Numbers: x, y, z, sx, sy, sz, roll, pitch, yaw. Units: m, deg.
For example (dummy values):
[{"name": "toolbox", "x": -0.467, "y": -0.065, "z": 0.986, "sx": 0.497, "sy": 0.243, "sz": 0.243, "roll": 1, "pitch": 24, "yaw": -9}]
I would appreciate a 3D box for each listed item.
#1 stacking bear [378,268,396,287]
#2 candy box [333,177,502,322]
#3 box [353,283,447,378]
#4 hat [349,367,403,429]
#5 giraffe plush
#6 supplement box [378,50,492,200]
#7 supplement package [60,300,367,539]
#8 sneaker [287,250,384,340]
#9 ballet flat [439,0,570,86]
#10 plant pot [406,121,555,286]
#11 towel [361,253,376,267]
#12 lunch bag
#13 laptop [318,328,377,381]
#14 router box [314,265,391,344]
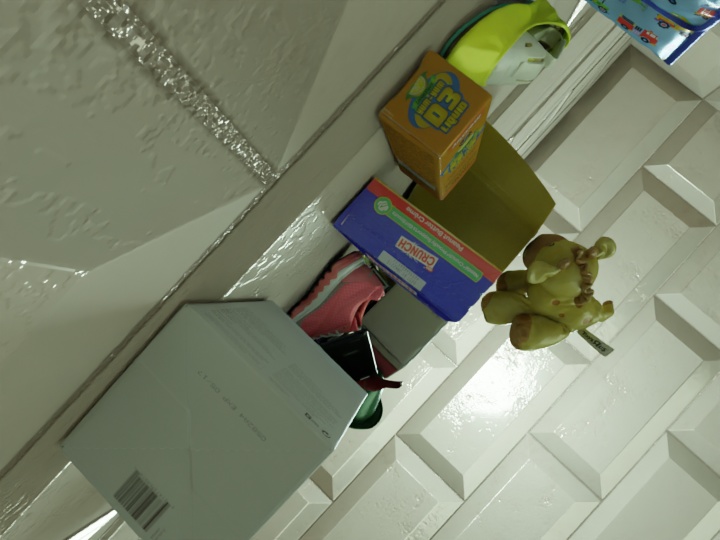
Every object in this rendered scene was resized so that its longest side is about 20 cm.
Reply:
[{"name": "stacking bear", "x": 0.086, "y": -0.019, "z": 0.959, "sx": 0.114, "sy": 0.121, "sz": 0.200, "roll": -54, "pitch": 164, "yaw": -9}, {"name": "candy box", "x": 0.067, "y": -0.015, "z": 0.611, "sx": 0.077, "sy": 0.169, "sz": 0.200, "roll": -51, "pitch": 172, "yaw": 2}, {"name": "box", "x": 0.066, "y": 0.110, "z": 0.925, "sx": 0.128, "sy": 0.109, "sz": 0.200, "roll": -43, "pitch": 171, "yaw": -17}, {"name": "hat", "x": 0.015, "y": 0.181, "z": 0.936, "sx": 0.166, "sy": 0.200, "sz": 0.176, "roll": -2, "pitch": 131, "yaw": -50}, {"name": "giraffe plush", "x": 0.283, "y": 0.019, "z": 0.736, "sx": 0.173, "sy": 0.200, "sz": 0.162, "roll": -42, "pitch": 138, "yaw": -25}, {"name": "supplement box", "x": 0.072, "y": -0.124, "z": 0.477, "sx": 0.067, "sy": 0.069, "sz": 0.200, "roll": -50, "pitch": 170, "yaw": 5}, {"name": "supplement package", "x": -0.107, "y": 0.132, "z": 0.455, "sx": 0.151, "sy": 0.152, "sz": 0.200, "roll": -47, "pitch": 172, "yaw": 3}, {"name": "sneaker", "x": -0.045, "y": 0.068, "z": 0.709, "sx": 0.200, "sy": 0.087, "sz": 0.074, "roll": -48, "pitch": 172, "yaw": 23}, {"name": "ballet flat", "x": 0.146, "y": -0.206, "z": 0.462, "sx": 0.200, "sy": 0.067, "sz": 0.067, "roll": -40, "pitch": 170, "yaw": -42}, {"name": "plant pot", "x": 0.185, "y": -0.090, "z": 0.795, "sx": 0.200, "sy": 0.176, "sz": 0.200, "roll": -38, "pitch": 163, "yaw": -51}, {"name": "towel", "x": 0.000, "y": 0.000, "z": 0.886, "sx": 0.086, "sy": 0.018, "sz": 0.200, "roll": -47, "pitch": 172, "yaw": -9}, {"name": "lunch bag", "x": 0.256, "y": -0.271, "z": 0.423, "sx": 0.094, "sy": 0.151, "sz": 0.200, "roll": -50, "pitch": 172, "yaw": 23}, {"name": "laptop", "x": -0.082, "y": 0.124, "z": 0.748, "sx": 0.187, "sy": 0.116, "sz": 0.200, "roll": -19, "pitch": 143, "yaw": -5}, {"name": "router box", "x": -0.030, "y": 0.082, "z": 0.927, "sx": 0.157, "sy": 0.052, "sz": 0.200, "roll": -37, "pitch": 170, "yaw": -15}]
